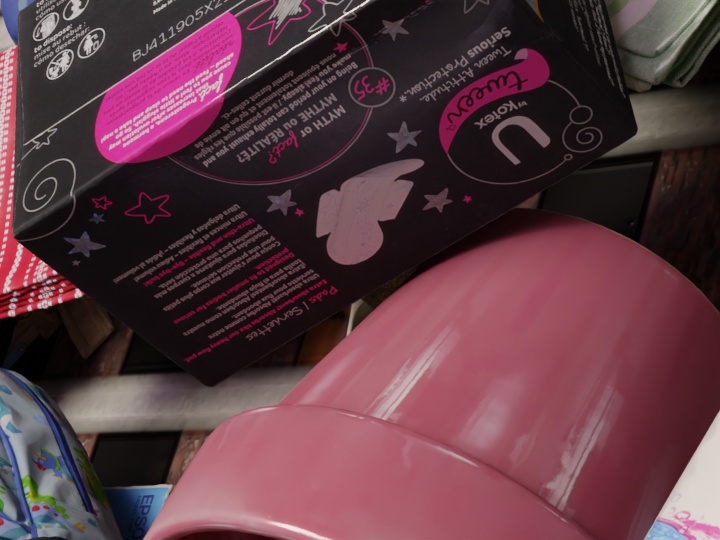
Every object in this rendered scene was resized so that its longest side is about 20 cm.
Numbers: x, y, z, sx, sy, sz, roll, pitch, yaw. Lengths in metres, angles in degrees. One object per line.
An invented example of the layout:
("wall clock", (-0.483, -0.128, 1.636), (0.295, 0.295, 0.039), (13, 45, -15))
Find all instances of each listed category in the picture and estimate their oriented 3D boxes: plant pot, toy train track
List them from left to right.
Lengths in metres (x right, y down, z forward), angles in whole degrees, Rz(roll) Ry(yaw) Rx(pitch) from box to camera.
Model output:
("toy train track", (-0.191, 0.029, 1.242), (0.200, 0.032, 0.115), (-46, 39, 11))
("plant pot", (0.048, 0.085, 0.849), (0.199, 0.200, 0.180), (-2, 45, 45))

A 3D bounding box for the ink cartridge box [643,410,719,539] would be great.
("ink cartridge box", (0.154, 0.122, 0.732), (0.084, 0.145, 0.201), (24, 81, 51))

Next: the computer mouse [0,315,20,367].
("computer mouse", (-0.206, -0.013, 1.230), (0.139, 0.052, 0.200), (-60, 37, 15))

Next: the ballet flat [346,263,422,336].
("ballet flat", (0.000, 0.000, 1.002), (0.199, 0.071, 0.071), (34, 88, 24))

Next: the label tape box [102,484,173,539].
("label tape box", (-0.158, 0.181, 1.074), (0.199, 0.066, 0.144), (-11, 56, 36))

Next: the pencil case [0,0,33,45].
("pencil case", (-0.095, -0.116, 1.135), (0.078, 0.087, 0.199), (-43, 36, -21))

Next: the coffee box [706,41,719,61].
("coffee box", (0.096, -0.157, 1.023), (0.199, 0.113, 0.080), (15, 74, 50))

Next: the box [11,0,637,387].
("box", (-0.017, -0.073, 0.860), (0.199, 0.115, 0.133), (-30, 41, 22))

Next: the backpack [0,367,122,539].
("backpack", (-0.182, 0.113, 1.005), (0.163, 0.153, 0.201), (-44, 28, 19))

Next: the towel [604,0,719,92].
("towel", (0.098, -0.161, 0.917), (0.153, 0.023, 0.200), (-55, 39, 1))

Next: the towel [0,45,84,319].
("towel", (-0.108, -0.059, 1.039), (0.199, 0.022, 0.146), (-16, 58, 38))
